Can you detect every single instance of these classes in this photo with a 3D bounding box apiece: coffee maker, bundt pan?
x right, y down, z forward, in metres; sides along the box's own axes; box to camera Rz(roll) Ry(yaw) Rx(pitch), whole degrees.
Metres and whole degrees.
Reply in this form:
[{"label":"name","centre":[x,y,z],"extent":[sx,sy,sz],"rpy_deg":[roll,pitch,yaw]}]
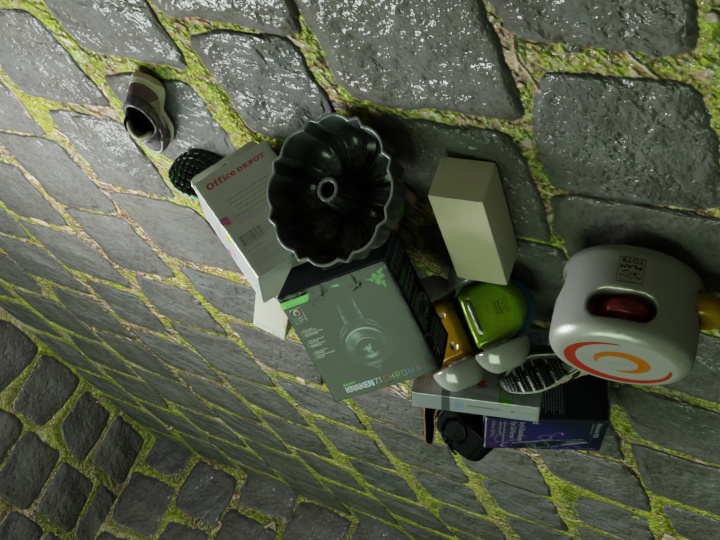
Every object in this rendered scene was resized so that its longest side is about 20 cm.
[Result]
[{"label":"coffee maker","centre":[0.203,0.263,1.877],"extent":[0.200,0.191,0.135],"rpy_deg":[105,143,-66]},{"label":"bundt pan","centre":[-0.024,-0.102,1.378],"extent":[0.201,0.204,0.076],"rpy_deg":[14,-178,31]}]

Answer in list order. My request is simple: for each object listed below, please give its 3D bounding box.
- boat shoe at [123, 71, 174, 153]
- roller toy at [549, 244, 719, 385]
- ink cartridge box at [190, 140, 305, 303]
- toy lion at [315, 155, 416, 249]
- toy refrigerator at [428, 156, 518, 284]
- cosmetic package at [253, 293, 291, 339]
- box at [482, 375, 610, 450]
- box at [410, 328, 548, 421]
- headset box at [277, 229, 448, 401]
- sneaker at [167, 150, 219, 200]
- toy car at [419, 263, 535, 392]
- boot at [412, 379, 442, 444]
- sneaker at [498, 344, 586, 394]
[{"label":"boat shoe","centre":[-0.333,-0.230,1.600],"extent":[0.072,0.065,0.200],"rpy_deg":[26,158,2]},{"label":"roller toy","centre":[0.342,0.052,1.325],"extent":[0.182,0.141,0.200],"rpy_deg":[26,158,-24]},{"label":"ink cartridge box","centre":[-0.149,-0.081,1.547],"extent":[0.201,0.128,0.125],"rpy_deg":[55,168,15]},{"label":"toy lion","centre":[-0.016,-0.101,1.527],"extent":[0.191,0.069,0.200],"rpy_deg":[30,159,14]},{"label":"toy refrigerator","centre":[0.155,-0.065,1.388],"extent":[0.075,0.070,0.200],"rpy_deg":[9,152,24]},{"label":"cosmetic package","centre":[-0.143,0.041,1.910],"extent":[0.071,0.106,0.200],"rpy_deg":[25,159,2]},{"label":"box","centre":[0.299,0.220,1.695],"extent":[0.198,0.105,0.148],"rpy_deg":[0,152,7]},{"label":"box","centre":[0.188,0.152,1.628],"extent":[0.198,0.157,0.041],"rpy_deg":[7,138,11]},{"label":"headset box","centre":[0.003,0.060,1.463],"extent":[0.173,0.093,0.201],"rpy_deg":[-19,113,20]},{"label":"sneaker","centre":[-0.224,-0.126,1.682],"extent":[0.199,0.078,0.085],"rpy_deg":[27,166,15]},{"label":"toy car","centre":[0.177,0.074,1.561],"extent":[0.199,0.176,0.149],"rpy_deg":[-30,167,38]},{"label":"boot","centre":[0.130,0.231,1.809],"extent":[0.068,0.201,0.189],"rpy_deg":[9,122,-3]},{"label":"sneaker","centre":[0.303,0.140,1.547],"extent":[0.199,0.074,0.080],"rpy_deg":[-21,152,12]}]
